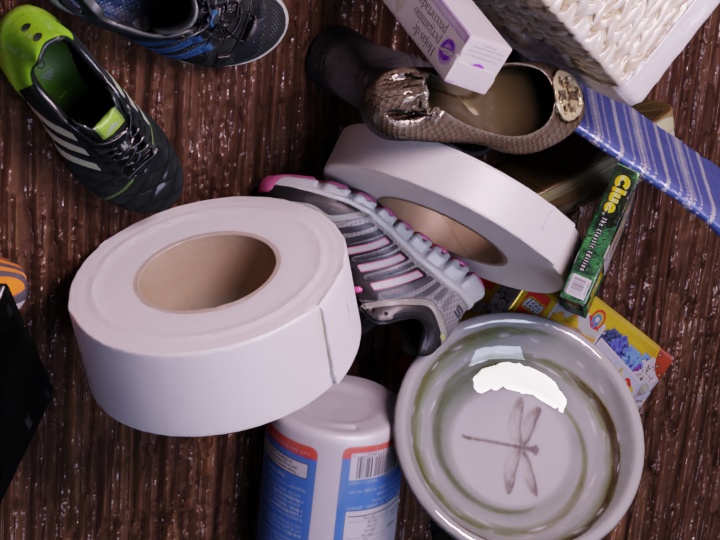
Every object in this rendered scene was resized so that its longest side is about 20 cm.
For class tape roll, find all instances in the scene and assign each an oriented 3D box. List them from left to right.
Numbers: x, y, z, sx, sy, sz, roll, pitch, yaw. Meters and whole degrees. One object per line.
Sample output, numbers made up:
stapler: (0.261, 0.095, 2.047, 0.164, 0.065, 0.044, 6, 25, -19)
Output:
tape roll: (-0.100, 0.029, 1.503, 0.201, 0.202, 0.071, -25, 124, -23)
tape roll: (0.068, -0.044, 1.585, 0.202, 0.202, 0.037, 37, 76, -41)

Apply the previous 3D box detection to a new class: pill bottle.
pill bottle: (-0.026, 0.193, 1.699, 0.112, 0.112, 0.201, -9, 118, -32)

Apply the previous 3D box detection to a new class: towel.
towel: (0.202, -0.099, 1.645, 0.199, 0.145, 0.024, 33, 110, -11)

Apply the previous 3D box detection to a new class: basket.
basket: (0.161, -0.259, 1.550, 0.161, 0.198, 0.201, 37, 90, -37)

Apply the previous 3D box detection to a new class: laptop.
laptop: (-0.314, 0.115, 1.463, 0.188, 0.115, 0.201, 86, 26, -65)

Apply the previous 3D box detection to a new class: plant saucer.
plant saucer: (0.118, 0.133, 1.661, 0.199, 0.201, 0.050, -27, 165, -22)

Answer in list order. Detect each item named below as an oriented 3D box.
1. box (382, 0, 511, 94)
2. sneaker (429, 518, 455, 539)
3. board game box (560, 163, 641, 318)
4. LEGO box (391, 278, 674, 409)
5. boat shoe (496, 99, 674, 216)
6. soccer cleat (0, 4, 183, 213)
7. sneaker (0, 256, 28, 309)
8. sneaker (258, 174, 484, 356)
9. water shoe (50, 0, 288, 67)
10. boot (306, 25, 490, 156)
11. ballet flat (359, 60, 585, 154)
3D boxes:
box: (0.039, -0.197, 1.489, 0.041, 0.200, 0.039, 12, 122, -38)
sneaker: (0.146, 0.178, 1.735, 0.199, 0.078, 0.090, -30, 127, -17)
board game box: (0.181, -0.019, 1.619, 0.105, 0.023, 0.200, -64, 173, 0)
LEGO box: (0.145, 0.077, 1.784, 0.200, 0.077, 0.149, 34, 92, -41)
boat shoe: (0.177, -0.073, 1.737, 0.200, 0.073, 0.064, -31, 123, -28)
soccer cleat: (-0.179, -0.099, 1.462, 0.068, 0.081, 0.200, -46, 131, -7)
sneaker: (-0.298, -0.032, 1.413, 0.199, 0.078, 0.113, 9, 108, -38)
sneaker: (0.000, 0.000, 1.613, 0.199, 0.074, 0.088, 32, 77, -24)
water shoe: (-0.123, -0.173, 1.465, 0.199, 0.079, 0.072, 9, 107, -38)
boot: (0.063, -0.114, 1.593, 0.199, 0.131, 0.070, 12, 105, -39)
ballet flat: (0.088, -0.118, 1.492, 0.199, 0.046, 0.068, -2, 74, -37)
